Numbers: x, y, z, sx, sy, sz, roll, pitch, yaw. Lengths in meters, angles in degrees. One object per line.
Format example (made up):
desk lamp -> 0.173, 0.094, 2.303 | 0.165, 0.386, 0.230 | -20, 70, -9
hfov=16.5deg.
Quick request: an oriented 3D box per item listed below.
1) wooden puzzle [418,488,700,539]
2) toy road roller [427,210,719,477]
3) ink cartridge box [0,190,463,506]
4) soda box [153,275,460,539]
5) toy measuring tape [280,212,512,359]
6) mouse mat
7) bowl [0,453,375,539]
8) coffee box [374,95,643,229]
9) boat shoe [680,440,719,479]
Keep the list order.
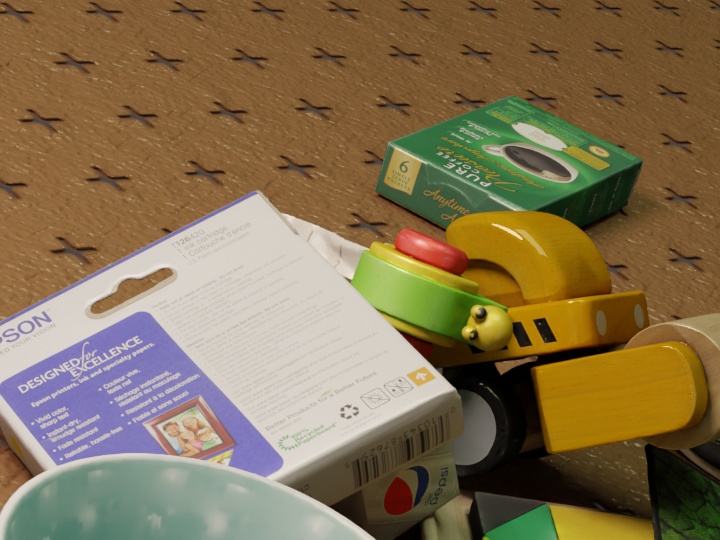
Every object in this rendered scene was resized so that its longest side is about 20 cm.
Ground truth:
wooden puzzle -> 0.130, 0.173, 1.329 | 0.200, 0.037, 0.185 | 14, 25, -12
toy road roller -> 0.124, 0.032, 1.403 | 0.200, 0.146, 0.123 | -10, -1, 28
ink cartridge box -> -0.082, 0.063, 1.304 | 0.197, 0.047, 0.200 | -28, 43, -18
soda box -> -0.031, 0.066, 1.372 | 0.063, 0.068, 0.200 | -31, 47, -22
toy measuring tape -> 0.000, 0.000, 1.383 | 0.200, 0.074, 0.074 | 25, 24, 35
mouse mat -> 0.226, 0.176, 1.369 | 0.161, 0.008, 0.200 | 32, 21, -9
bowl -> -0.075, 0.179, 1.091 | 0.201, 0.105, 0.201 | 15, 25, -7
coffee box -> 0.110, -0.070, 1.806 | 0.123, 0.044, 0.200 | 28, 26, 20
boat shoe -> 0.268, 0.106, 1.515 | 0.200, 0.068, 0.072 | 30, 51, 27
